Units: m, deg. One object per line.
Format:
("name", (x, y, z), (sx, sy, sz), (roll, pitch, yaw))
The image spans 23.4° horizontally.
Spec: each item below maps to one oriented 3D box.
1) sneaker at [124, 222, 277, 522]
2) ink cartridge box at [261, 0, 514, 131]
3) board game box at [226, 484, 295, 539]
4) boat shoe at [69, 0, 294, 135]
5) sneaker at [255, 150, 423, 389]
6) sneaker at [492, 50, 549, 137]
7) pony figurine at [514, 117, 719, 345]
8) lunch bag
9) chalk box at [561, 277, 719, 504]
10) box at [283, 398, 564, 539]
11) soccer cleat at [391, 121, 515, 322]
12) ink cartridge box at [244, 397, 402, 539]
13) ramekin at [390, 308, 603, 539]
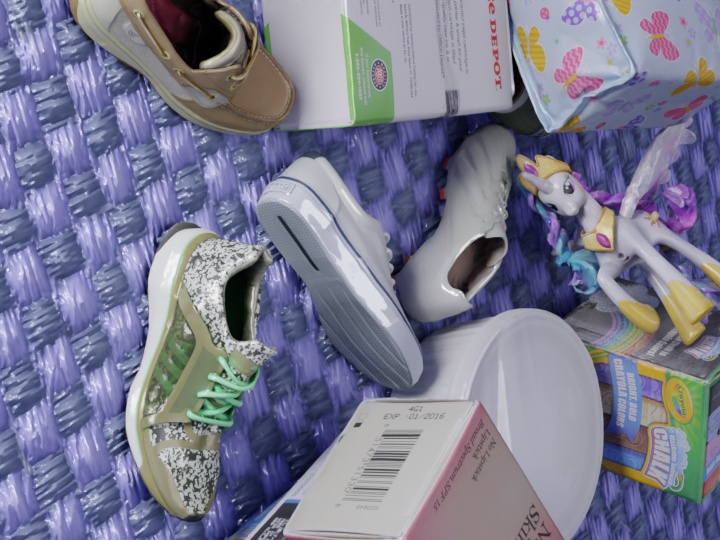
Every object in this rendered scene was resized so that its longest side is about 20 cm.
("sneaker", (-0.098, 0.066, 1.150), (0.077, 0.088, 0.201), (9, 82, -50))
("ink cartridge box", (0.022, -0.185, 1.307), (0.199, 0.084, 0.146), (-11, 98, -50))
("board game box", (-0.056, 0.252, 1.237), (0.200, 0.036, 0.152), (-35, 115, -46))
("boat shoe", (-0.105, -0.148, 1.166), (0.200, 0.066, 0.074), (28, 68, -46))
("sneaker", (0.000, 0.000, 1.283), (0.071, 0.073, 0.200), (-52, 126, -33))
("sneaker", (0.143, -0.203, 1.464), (0.090, 0.067, 0.201), (37, 53, -48))
("pony figurine", (0.229, -0.034, 1.453), (0.200, 0.167, 0.193), (47, 28, 16))
("lunch bag", (0.200, -0.221, 1.381), (0.169, 0.127, 0.201), (-5, 68, -42))
("chalk box", (0.273, 0.106, 1.491), (0.124, 0.199, 0.124), (-33, 132, -45))
("box", (0.059, 0.201, 1.199), (0.200, 0.109, 0.128), (57, 48, -30))
("soccer cleat", (0.094, -0.039, 1.394), (0.069, 0.077, 0.201), (52, 51, -35))
("ink cartridge box", (0.005, 0.230, 1.249), (0.198, 0.047, 0.201), (-46, 119, -43))
("ramekin", (0.103, 0.130, 1.387), (0.202, 0.094, 0.204), (2, 88, -51))
